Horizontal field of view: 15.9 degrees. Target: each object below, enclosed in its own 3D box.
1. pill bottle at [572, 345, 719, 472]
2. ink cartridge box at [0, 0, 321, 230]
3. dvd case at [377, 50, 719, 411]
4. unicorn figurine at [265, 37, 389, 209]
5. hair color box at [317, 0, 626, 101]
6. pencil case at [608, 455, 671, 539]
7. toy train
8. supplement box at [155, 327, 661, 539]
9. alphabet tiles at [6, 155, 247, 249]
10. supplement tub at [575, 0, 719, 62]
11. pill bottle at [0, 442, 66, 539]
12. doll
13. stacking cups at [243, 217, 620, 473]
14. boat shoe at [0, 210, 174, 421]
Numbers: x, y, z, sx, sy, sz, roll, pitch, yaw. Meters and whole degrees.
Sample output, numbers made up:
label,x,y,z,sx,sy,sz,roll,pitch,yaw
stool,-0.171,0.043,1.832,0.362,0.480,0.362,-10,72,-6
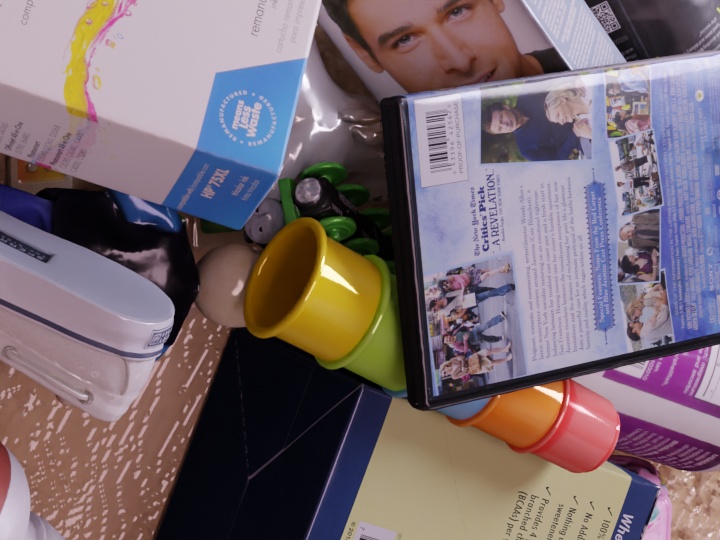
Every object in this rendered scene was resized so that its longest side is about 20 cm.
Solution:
label,x,y,z,sx,sy,sz,roll,pitch,yaw
pill bottle,0.163,0.046,1.399,0.199,0.112,0.113,19,92,-33
ink cartridge box,-0.125,-0.109,1.153,0.199,0.067,0.117,18,64,-12
dvd case,0.099,-0.022,1.210,0.199,0.018,0.144,-11,100,-34
unicorn figurine,-0.043,-0.081,1.256,0.137,0.074,0.201,-23,116,-20
hair color box,0.060,-0.105,1.257,0.200,0.099,0.061,52,33,-24
pencil case,0.146,0.207,1.443,0.087,0.087,0.201,-20,109,-25
toy train,0.000,0.000,1.279,0.200,0.056,0.042,41,34,-59
supplement box,0.012,0.160,1.321,0.199,0.134,0.201,21,91,-33
alphabet tiles,-0.097,-0.106,1.265,0.166,0.008,0.201,-7,106,-29
supplement tub,0.149,-0.117,1.342,0.122,0.122,0.201,-41,119,-16
pill bottle,-0.224,0.100,1.177,0.112,0.112,0.200,-50,122,-11
doll,-0.138,-0.006,1.196,0.199,0.048,0.137,9,99,-8
stacking cups,0.038,0.047,1.216,0.199,0.060,0.061,31,86,-29
boat shoe,-0.185,0.011,1.135,0.201,0.075,0.086,25,110,1
